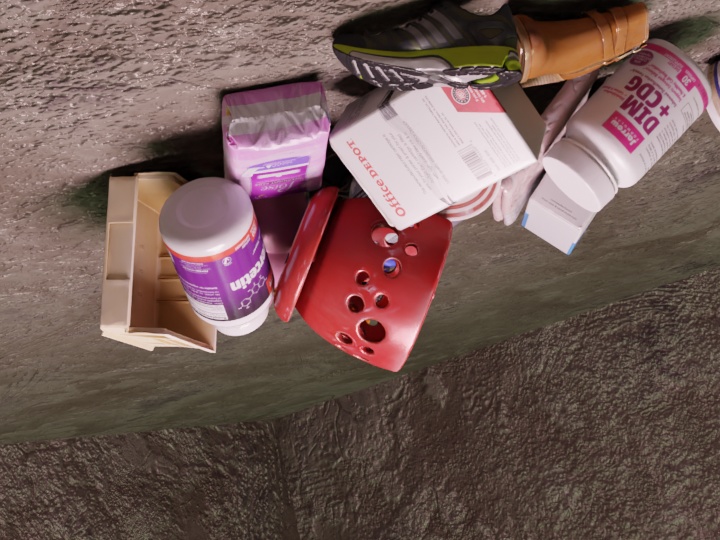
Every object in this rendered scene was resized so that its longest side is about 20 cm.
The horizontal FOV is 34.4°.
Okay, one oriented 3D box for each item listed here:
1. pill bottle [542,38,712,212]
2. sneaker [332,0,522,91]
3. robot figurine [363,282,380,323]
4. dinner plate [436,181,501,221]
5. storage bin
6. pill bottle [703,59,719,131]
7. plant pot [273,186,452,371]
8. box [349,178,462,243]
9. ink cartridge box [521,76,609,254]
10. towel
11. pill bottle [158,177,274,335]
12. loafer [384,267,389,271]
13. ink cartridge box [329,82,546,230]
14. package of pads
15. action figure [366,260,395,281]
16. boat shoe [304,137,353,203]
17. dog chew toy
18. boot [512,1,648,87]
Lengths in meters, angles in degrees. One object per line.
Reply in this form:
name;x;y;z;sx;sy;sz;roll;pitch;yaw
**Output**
pill bottle;0.323;-0.175;1.420;0.200;0.113;0.113;-46;169;-6
sneaker;0.069;-0.233;1.195;0.198;0.082;0.074;4;167;10
robot figurine;-0.059;0.031;1.669;0.144;0.059;0.200;-8;146;35
dinner plate;0.082;-0.144;1.420;0.199;0.200;0.024;-27;-156;45
storage bin;-0.255;-0.007;1.492;0.093;0.202;0.199;0;170;11
pill bottle;0.556;-0.254;1.511;0.199;0.117;0.115;-26;162;40
plant pot;0.000;0.000;1.441;0.181;0.202;0.201;23;162;-3
box;0.078;-0.114;1.605;0.131;0.116;0.200;-7;165;-30
ink cartridge box;0.307;-0.138;1.571;0.201;0.083;0.145;-56;170;-8
towel;0.236;-0.160;1.501;0.201;0.032;0.191;-55;169;-6
pill bottle;-0.167;-0.010;1.410;0.111;0.113;0.201;-13;141;0
loafer;0.045;-0.049;1.729;0.072;0.201;0.073;24;143;12
ink cartridge box;0.086;-0.156;1.316;0.199;0.145;0.084;-26;-157;31
package of pads;-0.101;-0.148;1.361;0.119;0.076;0.200;-8;166;-7
action figure;0.035;-0.010;1.599;0.198;0.066;0.099;15;164;-31
boat shoe;-0.036;-0.120;1.550;0.074;0.074;0.200;-10;167;-15
dog chew toy;-0.140;-0.029;1.546;0.123;0.202;0.125;12;-165;-3
boot;0.239;-0.257;1.270;0.153;0.074;0.200;-15;179;12
